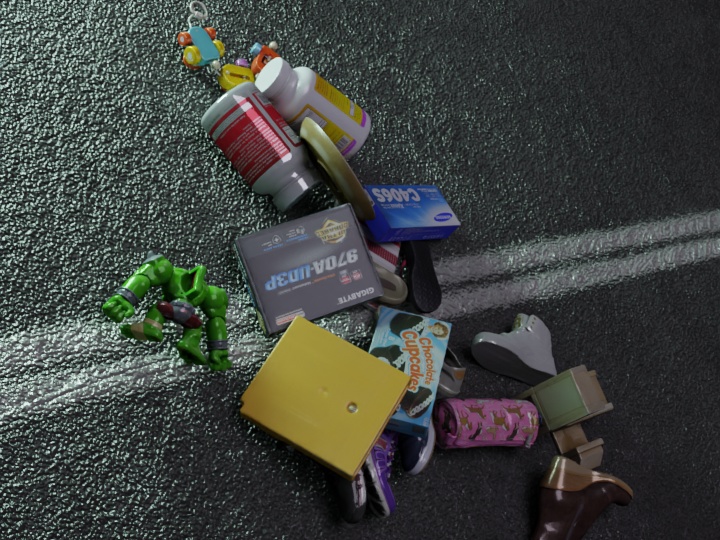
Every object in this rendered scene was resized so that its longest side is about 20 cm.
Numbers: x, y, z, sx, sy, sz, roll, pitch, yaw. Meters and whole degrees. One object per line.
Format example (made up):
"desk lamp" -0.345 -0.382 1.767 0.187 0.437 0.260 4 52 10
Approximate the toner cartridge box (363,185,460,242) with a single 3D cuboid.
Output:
"toner cartridge box" 0.084 -0.103 1.791 0.200 0.043 0.095 -6 59 -49

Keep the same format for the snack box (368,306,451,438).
"snack box" 0.065 0.153 1.547 0.116 0.037 0.200 14 49 4

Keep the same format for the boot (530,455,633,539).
"boot" 0.372 0.420 1.716 0.200 0.072 0.167 25 73 -28

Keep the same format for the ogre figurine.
"ogre figurine" -0.258 0.056 1.440 0.199 0.098 0.120 22 64 -11

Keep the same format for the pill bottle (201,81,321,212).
"pill bottle" -0.158 -0.199 1.651 0.200 0.112 0.112 51 47 0

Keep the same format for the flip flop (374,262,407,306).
"flip flop" 0.000 0.000 1.661 0.199 0.058 0.081 24 54 -23

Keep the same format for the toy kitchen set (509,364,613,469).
"toy kitchen set" 0.403 0.254 1.753 0.199 0.180 0.164 -12 73 -36

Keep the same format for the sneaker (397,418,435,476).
"sneaker" 0.060 0.221 1.593 0.108 0.070 0.201 31 43 -24

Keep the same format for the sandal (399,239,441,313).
"sandal" 0.098 0.006 1.774 0.075 0.045 0.200 34 33 -32

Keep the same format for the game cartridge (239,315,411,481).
"game cartridge" -0.053 0.182 1.467 0.199 0.032 0.177 28 64 14

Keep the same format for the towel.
"towel" 0.001 -0.035 1.736 0.144 0.023 0.201 30 52 -22

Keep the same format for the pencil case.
"pencil case" 0.206 0.255 1.677 0.199 0.086 0.083 7 92 -33

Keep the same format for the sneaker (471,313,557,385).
"sneaker" 0.271 0.125 1.813 0.200 0.074 0.116 27 49 -34

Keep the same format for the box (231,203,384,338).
"box" -0.082 -0.001 1.578 0.199 0.046 0.160 -18 83 -19

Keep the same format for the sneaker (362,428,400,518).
"sneaker" 0.028 0.270 1.523 0.083 0.081 0.201 -3 65 -19

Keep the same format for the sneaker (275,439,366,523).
"sneaker" -0.066 0.277 1.478 0.115 0.076 0.201 2 55 -27

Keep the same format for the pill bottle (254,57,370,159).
"pill bottle" -0.084 -0.279 1.735 0.200 0.104 0.105 34 48 -32

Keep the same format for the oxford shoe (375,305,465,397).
"oxford shoe" 0.101 0.120 1.642 0.200 0.058 0.075 46 22 29

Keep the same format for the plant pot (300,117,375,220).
"plant pot" -0.043 -0.159 1.654 0.027 0.200 0.200 -36 88 -6

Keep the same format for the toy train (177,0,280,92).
"toy train" -0.228 -0.367 1.742 0.200 0.056 0.151 30 49 -23
